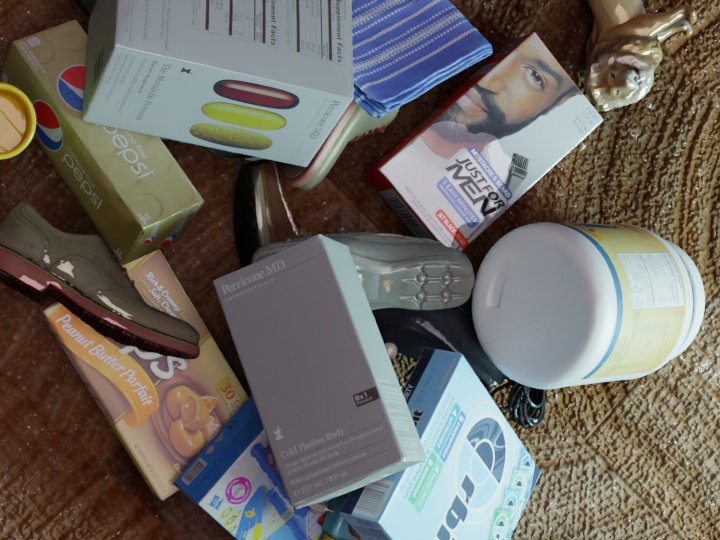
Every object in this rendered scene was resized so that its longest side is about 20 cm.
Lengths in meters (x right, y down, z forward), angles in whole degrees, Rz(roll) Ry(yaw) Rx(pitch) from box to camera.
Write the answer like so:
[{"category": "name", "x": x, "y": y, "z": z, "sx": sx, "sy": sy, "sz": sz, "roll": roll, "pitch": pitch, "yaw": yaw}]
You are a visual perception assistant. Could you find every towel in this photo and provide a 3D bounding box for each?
[{"category": "towel", "x": 0.008, "y": -0.236, "z": 1.475, "sx": 0.145, "sy": 0.024, "sz": 0.200, "roll": -32, "pitch": 72, "yaw": -27}]

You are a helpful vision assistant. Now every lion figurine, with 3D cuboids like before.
[{"category": "lion figurine", "x": 0.245, "y": -0.260, "z": 1.579, "sx": 0.122, "sy": 0.072, "sz": 0.200, "roll": -21, "pitch": 82, "yaw": -1}]

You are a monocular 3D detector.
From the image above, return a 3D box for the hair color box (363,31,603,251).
[{"category": "hair color box", "x": 0.115, "y": -0.116, "z": 1.541, "sx": 0.200, "sy": 0.064, "sz": 0.111, "roll": -43, "pitch": 100, "yaw": -12}]

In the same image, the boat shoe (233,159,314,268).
[{"category": "boat shoe", "x": -0.065, "y": -0.004, "z": 1.494, "sx": 0.074, "sy": 0.076, "sz": 0.201, "roll": -13, "pitch": 102, "yaw": -20}]

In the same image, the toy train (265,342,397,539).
[{"category": "toy train", "x": 0.006, "y": 0.164, "z": 1.427, "sx": 0.150, "sy": 0.056, "sz": 0.200, "roll": -34, "pitch": 118, "yaw": -17}]

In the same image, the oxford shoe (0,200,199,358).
[{"category": "oxford shoe", "x": -0.216, "y": 0.009, "z": 1.387, "sx": 0.200, "sy": 0.070, "sz": 0.075, "roll": 29, "pitch": 73, "yaw": -14}]

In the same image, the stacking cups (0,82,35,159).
[{"category": "stacking cups", "x": -0.310, "y": -0.115, "z": 1.355, "sx": 0.060, "sy": 0.200, "sz": 0.061, "roll": 0, "pitch": 90, "yaw": -19}]

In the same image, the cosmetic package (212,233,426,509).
[{"category": "cosmetic package", "x": -0.033, "y": 0.082, "z": 1.348, "sx": 0.107, "sy": 0.090, "sz": 0.200, "roll": -25, "pitch": 80, "yaw": 12}]

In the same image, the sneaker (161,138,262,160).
[{"category": "sneaker", "x": -0.151, "y": -0.144, "z": 1.456, "sx": 0.199, "sy": 0.087, "sz": 0.074, "roll": 14, "pitch": 87, "yaw": -15}]

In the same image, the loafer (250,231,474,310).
[{"category": "loafer", "x": 0.000, "y": 0.000, "z": 1.454, "sx": 0.199, "sy": 0.070, "sz": 0.070, "roll": 5, "pitch": 111, "yaw": -13}]

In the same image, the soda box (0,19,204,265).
[{"category": "soda box", "x": -0.219, "y": -0.108, "z": 1.381, "sx": 0.068, "sy": 0.064, "sz": 0.200, "roll": -27, "pitch": 75, "yaw": -36}]

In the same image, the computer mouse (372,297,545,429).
[{"category": "computer mouse", "x": 0.092, "y": 0.052, "z": 1.515, "sx": 0.200, "sy": 0.139, "sz": 0.053, "roll": 25, "pitch": 127, "yaw": -5}]

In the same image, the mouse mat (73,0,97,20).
[{"category": "mouse mat", "x": -0.150, "y": -0.220, "z": 1.441, "sx": 0.161, "sy": 0.008, "sz": 0.200, "roll": -35, "pitch": 81, "yaw": -34}]

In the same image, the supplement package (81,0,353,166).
[{"category": "supplement package", "x": -0.117, "y": -0.176, "z": 1.358, "sx": 0.199, "sy": 0.114, "sz": 0.110, "roll": 10, "pitch": 59, "yaw": -19}]

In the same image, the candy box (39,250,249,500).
[{"category": "candy box", "x": -0.184, "y": 0.088, "z": 1.466, "sx": 0.115, "sy": 0.055, "sz": 0.200, "roll": -32, "pitch": 98, "yaw": -14}]

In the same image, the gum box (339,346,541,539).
[{"category": "gum box", "x": 0.076, "y": 0.194, "z": 1.453, "sx": 0.170, "sy": 0.044, "sz": 0.200, "roll": -61, "pitch": 140, "yaw": -25}]

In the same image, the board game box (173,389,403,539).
[{"category": "board game box", "x": -0.031, "y": 0.180, "z": 1.477, "sx": 0.200, "sy": 0.056, "sz": 0.196, "roll": -49, "pitch": 122, "yaw": -9}]

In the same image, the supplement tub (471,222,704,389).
[{"category": "supplement tub", "x": 0.210, "y": 0.030, "z": 1.490, "sx": 0.200, "sy": 0.144, "sz": 0.145, "roll": -1, "pitch": 91, "yaw": -51}]

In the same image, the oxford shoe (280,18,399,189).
[{"category": "oxford shoe", "x": -0.001, "y": -0.142, "z": 1.488, "sx": 0.075, "sy": 0.070, "sz": 0.200, "roll": 47, "pitch": 63, "yaw": -32}]
